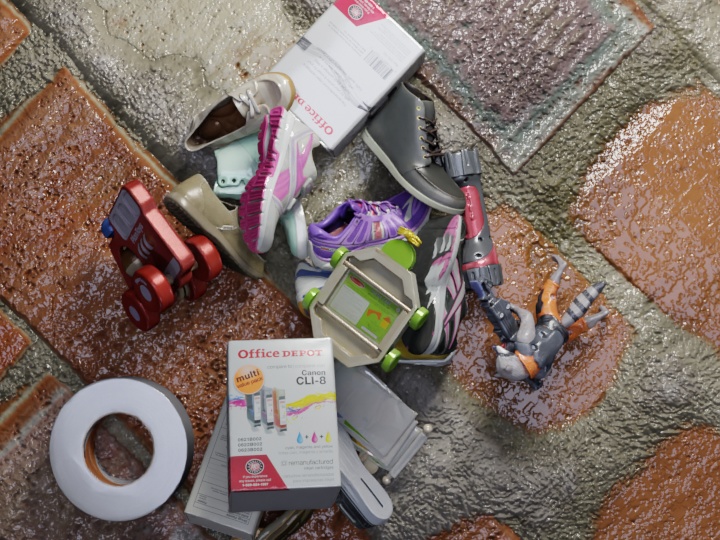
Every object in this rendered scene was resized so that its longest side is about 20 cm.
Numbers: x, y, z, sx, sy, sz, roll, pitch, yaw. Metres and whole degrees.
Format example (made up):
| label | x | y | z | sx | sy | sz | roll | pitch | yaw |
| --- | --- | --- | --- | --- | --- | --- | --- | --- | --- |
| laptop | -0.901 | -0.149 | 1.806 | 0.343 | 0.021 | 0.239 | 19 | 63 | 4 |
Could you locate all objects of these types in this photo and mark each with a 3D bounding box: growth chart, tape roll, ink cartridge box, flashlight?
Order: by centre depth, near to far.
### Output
| label | x | y | z | sx | sy | sz | roll | pitch | yaw |
| --- | --- | --- | --- | --- | --- | --- | --- | --- | --- |
| ink cartridge box | -0.106 | 0.205 | 1.491 | 0.143 | 0.145 | 0.202 | -2 | 67 | -7 |
| growth chart | 0.006 | 0.203 | 1.607 | 0.200 | 0.018 | 0.145 | 47 | 120 | 2 |
| tape roll | -0.341 | 0.254 | 1.617 | 0.197 | 0.066 | 0.203 | 0 | 87 | 2 |
| flashlight | 0.156 | -0.072 | 1.620 | 0.067 | 0.068 | 0.203 | -11 | 88 | -4 |
| ink cartridge box | -0.025 | -0.286 | 1.627 | 0.145 | 0.083 | 0.200 | 44 | 90 | 4 |

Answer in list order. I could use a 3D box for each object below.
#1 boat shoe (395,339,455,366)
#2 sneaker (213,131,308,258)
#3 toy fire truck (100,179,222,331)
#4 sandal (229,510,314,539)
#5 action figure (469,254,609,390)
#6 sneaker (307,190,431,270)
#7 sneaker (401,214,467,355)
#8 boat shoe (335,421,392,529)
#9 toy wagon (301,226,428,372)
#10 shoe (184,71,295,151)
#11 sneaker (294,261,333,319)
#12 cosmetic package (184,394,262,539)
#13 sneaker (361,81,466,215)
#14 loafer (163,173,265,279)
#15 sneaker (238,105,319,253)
| label | x | y | z | sx | sy | sz | roll | pitch | yaw |
| --- | --- | --- | --- | --- | --- | --- | --- | --- | --- |
| boat shoe | 0.039 | 0.101 | 1.605 | 0.199 | 0.086 | 0.076 | 13 | 87 | 2 |
| sneaker | -0.147 | -0.097 | 1.624 | 0.117 | 0.074 | 0.203 | -19 | 77 | -6 |
| toy fire truck | -0.295 | -0.023 | 1.573 | 0.112 | 0.200 | 0.169 | -34 | 86 | -31 |
| sandal | -0.151 | 0.385 | 1.604 | 0.200 | 0.080 | 0.054 | -42 | 71 | -2 |
| action figure | 0.247 | 0.069 | 1.573 | 0.194 | 0.104 | 0.200 | -49 | 116 | -18 |
| sneaker | 0.015 | -0.071 | 1.589 | 0.199 | 0.084 | 0.081 | -27 | 42 | -21 |
| sneaker | 0.113 | 0.023 | 1.568 | 0.080 | 0.086 | 0.203 | 10 | 84 | 45 |
| boat shoe | -0.038 | 0.287 | 1.603 | 0.071 | 0.072 | 0.201 | -37 | 85 | 33 |
| toy wagon | 0.020 | 0.033 | 1.527 | 0.155 | 0.040 | 0.201 | 36 | 97 | 16 |
| shoe | -0.173 | -0.219 | 1.594 | 0.199 | 0.053 | 0.070 | -24 | 103 | 34 |
| sneaker | 0.000 | 0.000 | 1.614 | 0.197 | 0.076 | 0.089 | -13 | 57 | -6 |
| cosmetic package | -0.165 | 0.265 | 1.577 | 0.102 | 0.073 | 0.202 | 18 | 68 | 3 |
| sneaker | 0.092 | -0.173 | 1.584 | 0.200 | 0.074 | 0.107 | 46 | 116 | 23 |
| loafer | -0.192 | -0.060 | 1.586 | 0.076 | 0.200 | 0.068 | 19 | 68 | 45 |
| sneaker | -0.105 | -0.118 | 1.549 | 0.087 | 0.081 | 0.202 | 16 | 90 | -29 |
